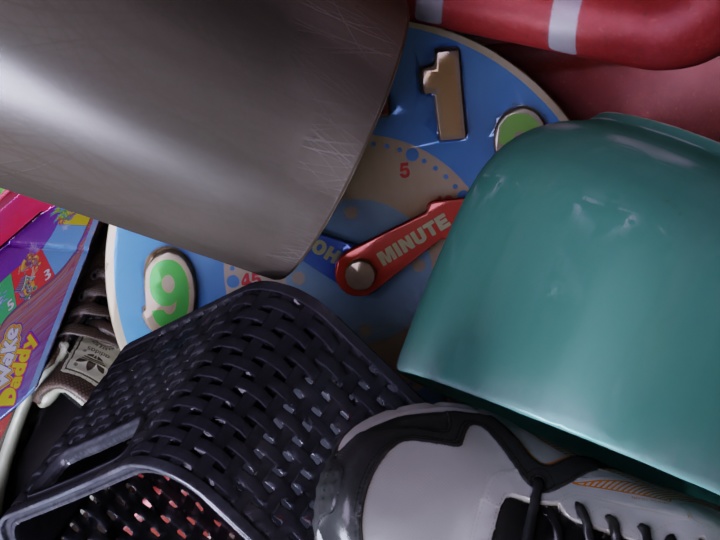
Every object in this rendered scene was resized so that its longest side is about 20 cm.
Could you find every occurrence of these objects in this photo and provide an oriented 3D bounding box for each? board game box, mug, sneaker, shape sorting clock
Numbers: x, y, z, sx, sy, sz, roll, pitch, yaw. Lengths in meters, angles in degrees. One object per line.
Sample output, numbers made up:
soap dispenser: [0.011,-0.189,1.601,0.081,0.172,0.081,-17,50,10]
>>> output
board game box: [-0.176,-0.019,1.131,0.158,0.039,0.200,4,69,43]
mug: [0.118,0.018,0.980,0.185,0.152,0.115,22,86,-5]
sneaker: [0.077,0.093,0.934,0.080,0.200,0.074,6,82,61]
shape sorting clock: [0.000,0.000,1.064,0.200,0.039,0.200,0,97,3]
sneaker: [-0.095,0.036,1.111,0.070,0.076,0.200,23,87,2]

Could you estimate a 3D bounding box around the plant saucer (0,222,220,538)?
plant saucer: [-0.164,0.055,1.207,0.200,0.037,0.200,-29,86,25]

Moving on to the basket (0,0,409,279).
basket: [-0.095,-0.087,0.967,0.200,0.136,0.180,24,144,-10]

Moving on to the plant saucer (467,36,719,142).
plant saucer: [0.138,-0.002,1.067,0.200,0.037,0.200,-4,97,26]

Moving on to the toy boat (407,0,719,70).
toy boat: [0.053,-0.141,0.983,0.200,0.131,0.131,13,107,15]

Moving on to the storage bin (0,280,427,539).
storage bin: [-0.015,0.113,1.007,0.200,0.094,0.135,45,145,-15]
